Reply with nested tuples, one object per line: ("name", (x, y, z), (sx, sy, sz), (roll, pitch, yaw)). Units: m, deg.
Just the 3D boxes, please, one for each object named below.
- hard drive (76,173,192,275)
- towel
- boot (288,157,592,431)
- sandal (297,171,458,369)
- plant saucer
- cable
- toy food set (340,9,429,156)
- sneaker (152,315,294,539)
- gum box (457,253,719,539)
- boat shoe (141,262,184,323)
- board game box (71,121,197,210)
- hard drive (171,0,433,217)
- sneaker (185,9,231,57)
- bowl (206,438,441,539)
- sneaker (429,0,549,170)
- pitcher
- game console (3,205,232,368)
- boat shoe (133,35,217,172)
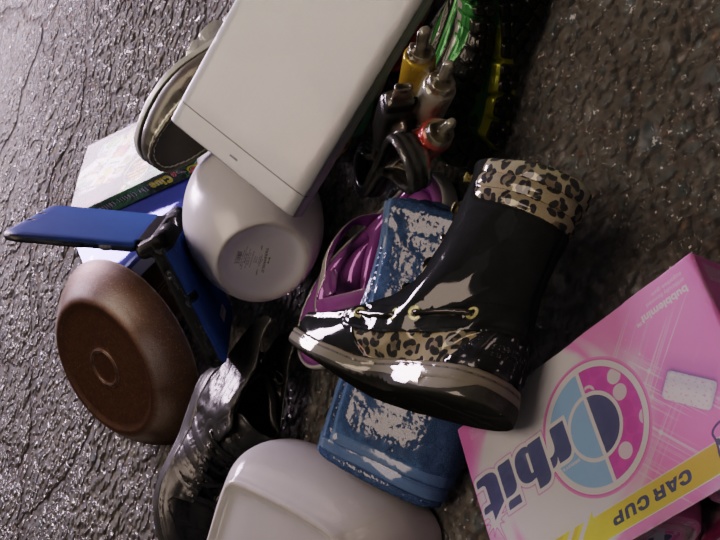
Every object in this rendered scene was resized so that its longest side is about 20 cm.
("hard drive", (-0.213, -0.073, 1.069), (0.200, 0.025, 0.132), (-44, 42, 3))
("towel", (0.042, 0.053, 0.715), (0.111, 0.048, 0.202), (20, 93, 35))
("boot", (0.048, 0.009, 0.651), (0.203, 0.073, 0.155), (8, 69, 54))
("sandal", (-0.002, -0.005, 0.808), (0.203, 0.049, 0.083), (-50, 43, 27))
("plant saucer", (-0.240, 0.090, 1.010), (0.199, 0.037, 0.203), (19, 122, 32))
("cable", (0.033, -0.084, 0.737), (0.200, 0.050, 0.098), (110, 150, -72))
("toy food set", (0.005, -0.198, 0.845), (0.198, 0.048, 0.202), (-23, 51, 65))
("sneaker", (-0.111, 0.141, 0.855), (0.104, 0.060, 0.202), (-12, 59, 54))
("gum box", (0.145, 0.099, 0.564), (0.200, 0.066, 0.114), (-44, 45, 35))
("boat shoe", (-0.234, 0.041, 1.077), (0.201, 0.073, 0.076), (-61, 39, 18))
("board game box", (-0.222, -0.122, 1.078), (0.198, 0.023, 0.106), (-19, 46, 29))
("hard drive", (-0.046, -0.161, 0.770), (0.131, 0.027, 0.201), (38, 107, 15))
("sneaker", (-0.074, -0.221, 0.940), (0.083, 0.081, 0.201), (25, 68, 21))
("bowl", (-0.051, 0.233, 0.744), (0.199, 0.074, 0.202), (16, 90, 44))
("sneaker", (0.076, -0.179, 0.745), (0.085, 0.077, 0.202), (23, 96, 54))
("pitcher", (-0.104, -0.045, 0.920), (0.201, 0.120, 0.173), (-110, 28, -52))
("game console", (-0.199, 0.007, 0.892), (0.117, 0.172, 0.200), (-26, 11, 0))
("boat shoe", (-0.104, -0.152, 0.841), (0.201, 0.072, 0.060), (-43, 47, 6))
